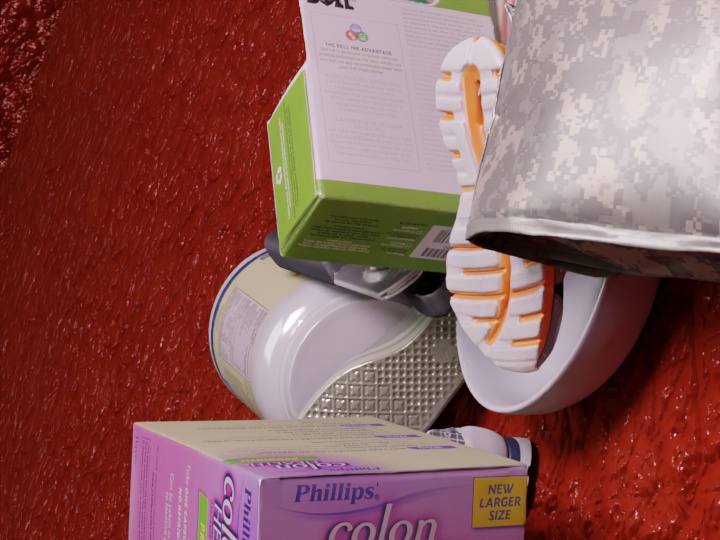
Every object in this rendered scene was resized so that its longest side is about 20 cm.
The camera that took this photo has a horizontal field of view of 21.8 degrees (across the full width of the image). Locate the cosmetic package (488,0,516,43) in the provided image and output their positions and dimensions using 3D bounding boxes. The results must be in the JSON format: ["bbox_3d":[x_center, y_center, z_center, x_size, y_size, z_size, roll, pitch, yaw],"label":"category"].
[{"bbox_3d":[0.110,-0.144,1.308,0.200,0.087,0.104,-39,40,56],"label":"cosmetic package"}]

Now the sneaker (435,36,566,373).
[{"bbox_3d":[0.099,-0.039,1.117,0.078,0.077,0.201,-1,92,43],"label":"sneaker"}]

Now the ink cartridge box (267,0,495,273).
[{"bbox_3d":[0.018,-0.106,1.212,0.076,0.147,0.200,127,142,-52],"label":"ink cartridge box"}]

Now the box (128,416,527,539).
[{"bbox_3d":[-0.025,0.152,1.140,0.200,0.176,0.097,8,96,62],"label":"box"}]

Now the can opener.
[{"bbox_3d":[0.000,0.000,1.314,0.053,0.067,0.200,-43,23,-15],"label":"can opener"}]

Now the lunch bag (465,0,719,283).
[{"bbox_3d":[0.159,-0.080,1.014,0.200,0.118,0.164,8,82,35],"label":"lunch bag"}]

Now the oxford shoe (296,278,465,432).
[{"bbox_3d":[0.035,0.068,1.316,0.200,0.075,0.058,-43,10,5],"label":"oxford shoe"}]

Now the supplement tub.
[{"bbox_3d":[-0.026,0.062,1.431,0.200,0.145,0.145,28,102,68],"label":"supplement tub"}]

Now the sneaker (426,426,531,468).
[{"bbox_3d":[0.041,0.150,1.296,0.200,0.080,0.077,136,142,-55],"label":"sneaker"}]

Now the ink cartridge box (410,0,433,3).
[{"bbox_3d":[0.009,-0.268,1.493,0.050,0.200,0.161,-60,19,-11],"label":"ink cartridge box"}]

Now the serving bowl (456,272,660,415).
[{"bbox_3d":[0.135,-0.001,1.181,0.200,0.066,0.201,-165,90,-69],"label":"serving bowl"}]
